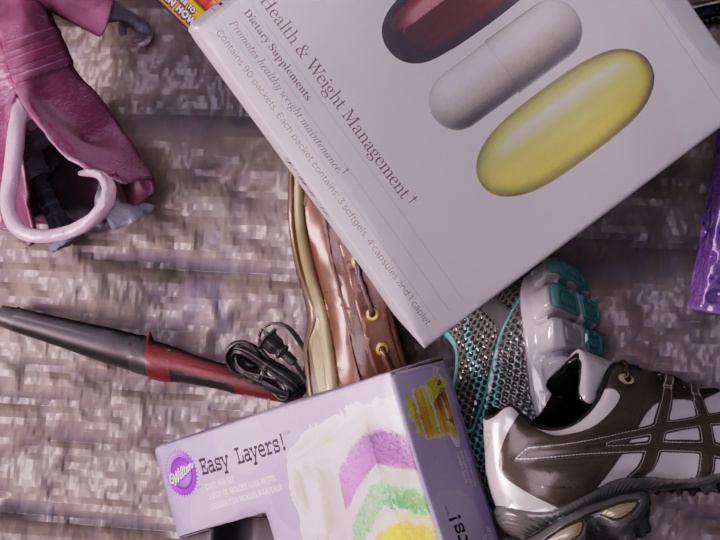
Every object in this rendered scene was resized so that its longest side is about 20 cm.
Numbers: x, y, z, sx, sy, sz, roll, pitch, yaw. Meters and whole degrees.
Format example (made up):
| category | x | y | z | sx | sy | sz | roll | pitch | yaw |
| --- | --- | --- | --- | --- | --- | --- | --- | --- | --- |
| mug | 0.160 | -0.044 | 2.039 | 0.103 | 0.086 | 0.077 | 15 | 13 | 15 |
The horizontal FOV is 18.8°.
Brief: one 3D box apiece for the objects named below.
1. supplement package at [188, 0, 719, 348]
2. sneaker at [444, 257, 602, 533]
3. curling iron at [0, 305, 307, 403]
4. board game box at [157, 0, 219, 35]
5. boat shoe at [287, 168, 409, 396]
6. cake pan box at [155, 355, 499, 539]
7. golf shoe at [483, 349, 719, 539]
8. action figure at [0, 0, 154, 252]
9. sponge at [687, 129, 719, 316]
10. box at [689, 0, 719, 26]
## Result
| category | x | y | z | sx | sy | sz | roll | pitch | yaw |
| --- | --- | --- | --- | --- | --- | --- | --- | --- | --- |
| supplement package | 0.049 | -0.103 | 1.083 | 0.200 | 0.147 | 0.192 | -37 | 98 | -1 |
| sneaker | 0.084 | 0.097 | 1.172 | 0.091 | 0.077 | 0.201 | -7 | 78 | 29 |
| curling iron | -0.116 | 0.041 | 1.236 | 0.199 | 0.026 | 0.050 | 10 | 120 | 21 |
| board game box | -0.070 | -0.227 | 1.213 | 0.200 | 0.057 | 0.166 | 44 | 108 | 23 |
| boat shoe | 0.000 | 0.000 | 1.197 | 0.067 | 0.072 | 0.201 | -7 | 88 | 7 |
| cake pan box | -0.012 | 0.156 | 1.139 | 0.199 | 0.052 | 0.185 | -19 | 84 | 43 |
| golf shoe | 0.149 | 0.075 | 1.104 | 0.199 | 0.078 | 0.095 | -22 | 92 | -29 |
| action figure | -0.195 | -0.109 | 1.220 | 0.133 | 0.149 | 0.201 | -19 | 93 | 16 |
| sponge | 0.242 | -0.065 | 1.146 | 0.111 | 0.030 | 0.201 | 11 | 86 | -10 |
| box | 0.098 | -0.198 | 1.206 | 0.199 | 0.049 | 0.161 | -12 | 78 | 12 |
